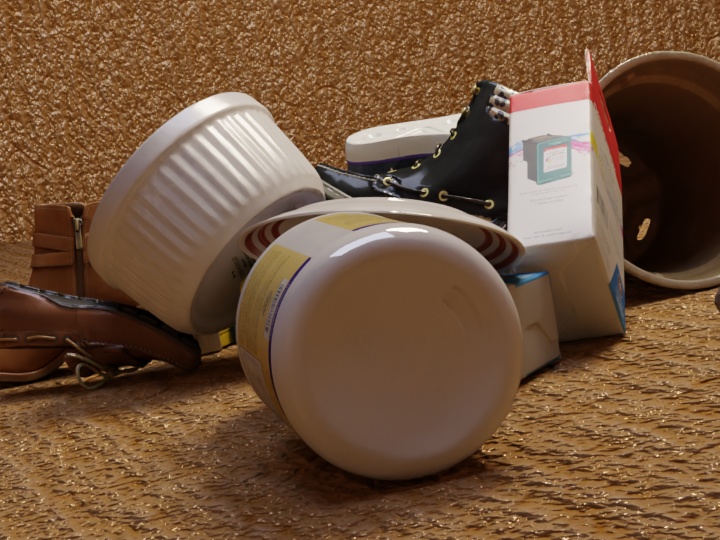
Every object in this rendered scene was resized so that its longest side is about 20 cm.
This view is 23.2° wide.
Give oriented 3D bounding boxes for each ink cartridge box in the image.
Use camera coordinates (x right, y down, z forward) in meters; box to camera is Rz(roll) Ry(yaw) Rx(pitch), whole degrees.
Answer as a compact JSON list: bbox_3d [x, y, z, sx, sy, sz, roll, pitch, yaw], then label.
[{"bbox_3d":[0.027,0.049,1.253,0.199,0.068,0.115,-6,6,31],"label":"ink cartridge box"},{"bbox_3d":[0.158,-0.059,1.341,0.067,0.116,0.201,-9,48,16],"label":"ink cartridge box"}]

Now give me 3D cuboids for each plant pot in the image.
[{"bbox_3d":[0.244,-0.073,1.543,0.200,0.201,0.183,-12,-4,-16],"label":"plant pot"}]

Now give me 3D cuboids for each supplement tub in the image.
[{"bbox_3d":[0.003,0.039,1.055,0.145,0.146,0.200,-11,7,-11],"label":"supplement tub"}]

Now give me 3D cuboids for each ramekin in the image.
[{"bbox_3d":[-0.120,-0.039,1.468,0.105,0.200,0.200,42,32,20],"label":"ramekin"}]

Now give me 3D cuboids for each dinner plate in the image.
[{"bbox_3d":[0.015,-0.022,1.221,0.199,0.024,0.200,1,-14,0],"label":"dinner plate"}]

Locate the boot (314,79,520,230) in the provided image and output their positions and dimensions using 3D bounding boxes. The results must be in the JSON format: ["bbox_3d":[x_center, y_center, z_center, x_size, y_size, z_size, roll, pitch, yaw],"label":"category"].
[{"bbox_3d":[0.066,-0.093,1.509,0.203,0.154,0.073,23,-7,25],"label":"boot"}]

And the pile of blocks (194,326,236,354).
[{"bbox_3d":[-0.110,0.028,1.658,0.082,0.062,0.200,-8,8,17],"label":"pile of blocks"}]

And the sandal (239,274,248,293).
[{"bbox_3d":[0.000,0.000,1.466,0.199,0.087,0.079,5,23,-38],"label":"sandal"}]

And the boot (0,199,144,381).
[{"bbox_3d":[-0.287,0.017,1.607,0.199,0.156,0.077,-9,7,9],"label":"boot"}]

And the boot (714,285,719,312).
[{"bbox_3d":[0.368,-0.014,1.294,0.186,0.064,0.200,-21,-2,27],"label":"boot"}]

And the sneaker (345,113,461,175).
[{"bbox_3d":[0.087,-0.062,1.598,0.199,0.147,0.081,-4,20,16],"label":"sneaker"}]

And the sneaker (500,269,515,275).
[{"bbox_3d":[0.073,0.017,1.415,0.200,0.076,0.105,-18,15,-24],"label":"sneaker"}]

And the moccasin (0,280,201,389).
[{"bbox_3d":[-0.232,0.063,1.511,0.201,0.078,0.074,11,-5,13],"label":"moccasin"}]
